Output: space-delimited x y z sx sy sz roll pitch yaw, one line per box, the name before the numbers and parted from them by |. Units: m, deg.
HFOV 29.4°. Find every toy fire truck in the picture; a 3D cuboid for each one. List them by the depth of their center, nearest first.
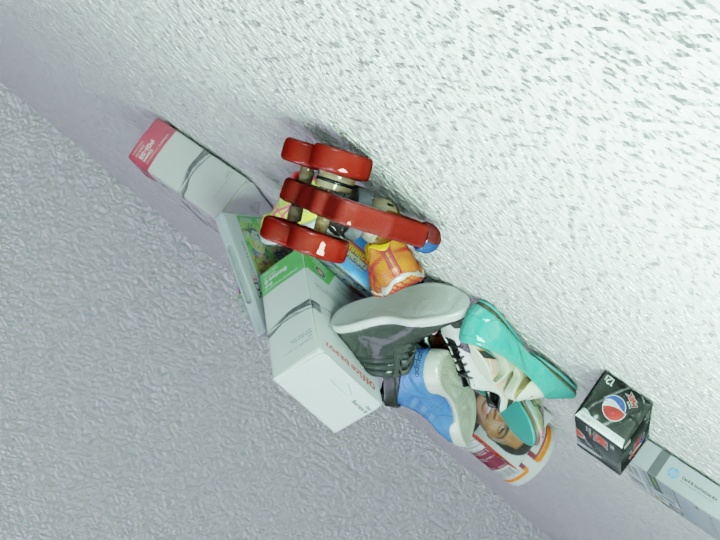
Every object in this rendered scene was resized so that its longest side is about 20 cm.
toy fire truck | -0.003 -0.063 1.461 0.166 0.114 0.200 14 -176 -26

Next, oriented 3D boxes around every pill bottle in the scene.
pill bottle | 0.201 0.237 2.165 0.199 0.115 0.114 40 172 -16

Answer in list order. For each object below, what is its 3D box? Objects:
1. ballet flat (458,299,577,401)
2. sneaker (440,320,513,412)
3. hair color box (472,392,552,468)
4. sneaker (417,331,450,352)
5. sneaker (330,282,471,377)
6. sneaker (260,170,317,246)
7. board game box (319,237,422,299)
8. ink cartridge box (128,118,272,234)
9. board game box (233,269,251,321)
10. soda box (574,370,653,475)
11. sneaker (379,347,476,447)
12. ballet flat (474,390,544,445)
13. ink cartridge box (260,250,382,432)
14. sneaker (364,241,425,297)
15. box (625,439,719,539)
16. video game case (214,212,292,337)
ballet flat | 0.187 0.118 1.698 0.200 0.071 0.067 42 170 -29
sneaker | 0.149 0.109 1.795 0.200 0.080 0.074 43 173 -21
hair color box | 0.181 0.195 2.059 0.199 0.102 0.061 39 172 -16
sneaker | 0.097 0.091 1.929 0.079 0.079 0.199 37 163 -36
sneaker | 0.066 0.080 1.750 0.198 0.071 0.100 -11 125 31
sneaker | -0.075 -0.079 1.731 0.199 0.077 0.092 -2 98 64
board game box | 0.000 0.000 1.915 0.199 0.056 0.196 40 172 -12
ink cartridge box | -0.249 -0.134 2.163 0.199 0.083 0.147 35 172 23
board game box | -0.106 0.030 2.013 0.199 0.034 0.136 26 -135 -46
soda box | 0.294 0.181 1.605 0.070 0.064 0.200 35 171 18
sneaker | 0.087 0.171 1.887 0.110 0.078 0.201 5 148 26
ballet flat | 0.206 0.165 1.903 0.200 0.070 0.070 41 138 43
ink cartridge box | -0.054 0.091 1.833 0.146 0.083 0.201 44 -157 -36
sneaker | 0.039 -0.012 1.701 0.200 0.072 0.078 129 116 -83
box | 0.423 0.289 1.732 0.199 0.041 0.156 34 172 31
video game case | -0.112 0.006 1.964 0.199 0.022 0.184 3 -117 -57
